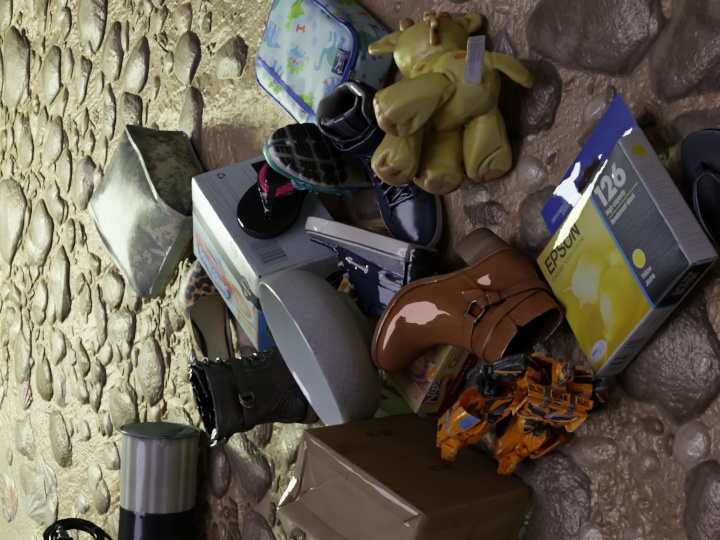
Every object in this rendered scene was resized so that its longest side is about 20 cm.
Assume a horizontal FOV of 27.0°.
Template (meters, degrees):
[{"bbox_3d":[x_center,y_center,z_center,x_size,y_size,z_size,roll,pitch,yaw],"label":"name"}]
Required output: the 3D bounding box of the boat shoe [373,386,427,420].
[{"bbox_3d":[-0.002,0.167,1.790,0.199,0.070,0.064,29,112,46],"label":"boat shoe"}]

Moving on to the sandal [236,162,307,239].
[{"bbox_3d":[-0.090,-0.114,1.813,0.074,0.201,0.045,20,140,16],"label":"sandal"}]

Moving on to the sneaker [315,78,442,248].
[{"bbox_3d":[0.019,-0.121,1.692,0.076,0.146,0.204,-26,68,20],"label":"sneaker"}]

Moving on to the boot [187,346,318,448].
[{"bbox_3d":[-0.139,0.116,1.881,0.069,0.173,0.202,-32,66,47],"label":"boot"}]

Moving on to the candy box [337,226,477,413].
[{"bbox_3d":[0.054,0.055,1.727,0.200,0.055,0.116,52,126,39],"label":"candy box"}]

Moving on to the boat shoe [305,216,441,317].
[{"bbox_3d":[0.000,0.000,1.693,0.199,0.074,0.094,18,95,48],"label":"boat shoe"}]

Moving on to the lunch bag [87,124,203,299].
[{"bbox_3d":[-0.288,-0.079,2.118,0.165,0.117,0.201,-57,44,34],"label":"lunch bag"}]

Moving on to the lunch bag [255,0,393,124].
[{"bbox_3d":[-0.048,-0.255,1.836,0.200,0.082,0.162,50,129,42],"label":"lunch bag"}]

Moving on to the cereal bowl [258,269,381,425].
[{"bbox_3d":[-0.034,0.083,1.688,0.201,0.083,0.200,57,167,20],"label":"cereal bowl"}]

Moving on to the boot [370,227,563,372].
[{"bbox_3d":[0.112,0.065,1.572,0.200,0.077,0.155,-42,45,3],"label":"boot"}]

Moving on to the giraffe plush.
[{"bbox_3d":[0.082,-0.205,1.627,0.163,0.171,0.201,-112,36,-50],"label":"giraffe plush"}]

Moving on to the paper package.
[{"bbox_3d":[0.046,0.243,1.598,0.190,0.199,0.104,30,111,34],"label":"paper package"}]

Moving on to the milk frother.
[{"bbox_3d":[-0.338,0.314,2.121,0.180,0.198,0.190,7,96,55],"label":"milk frother"}]

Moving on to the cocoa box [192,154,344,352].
[{"bbox_3d":[-0.111,-0.026,1.853,0.200,0.132,0.132,53,151,37],"label":"cocoa box"}]

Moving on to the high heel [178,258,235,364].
[{"bbox_3d":[-0.192,0.089,2.024,0.143,0.071,0.202,49,143,47],"label":"high heel"}]

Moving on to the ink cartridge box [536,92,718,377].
[{"bbox_3d":[0.243,-0.033,1.467,0.201,0.047,0.198,63,148,26],"label":"ink cartridge box"}]

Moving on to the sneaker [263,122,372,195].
[{"bbox_3d":[-0.051,-0.116,1.744,0.079,0.199,0.078,-24,72,28],"label":"sneaker"}]

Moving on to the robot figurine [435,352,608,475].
[{"bbox_3d":[0.164,0.145,1.524,0.200,0.144,0.059,133,148,-55],"label":"robot figurine"}]

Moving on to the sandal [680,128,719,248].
[{"bbox_3d":[0.343,-0.044,1.366,0.076,0.043,0.202,-41,59,44],"label":"sandal"}]
